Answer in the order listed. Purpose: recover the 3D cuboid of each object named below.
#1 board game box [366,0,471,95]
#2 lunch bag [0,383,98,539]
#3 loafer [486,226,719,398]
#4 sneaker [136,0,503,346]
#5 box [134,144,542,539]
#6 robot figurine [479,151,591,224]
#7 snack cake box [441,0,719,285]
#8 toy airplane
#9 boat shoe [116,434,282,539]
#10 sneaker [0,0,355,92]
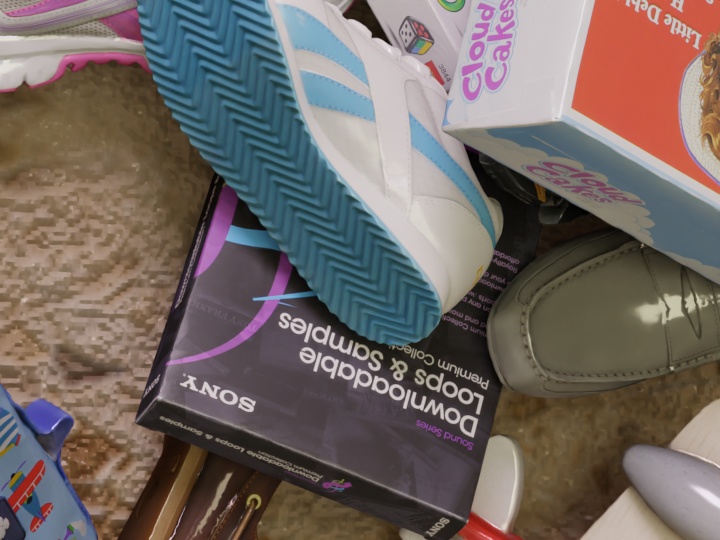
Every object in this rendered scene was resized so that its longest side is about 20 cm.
[{"bbox_3d":[0.022,-0.184,1.088,0.126,0.035,0.200,-36,99,-46],"label":"board game box"},{"bbox_3d":[-0.193,0.126,1.018,0.200,0.094,0.151,-46,143,-16],"label":"lunch bag"},{"bbox_3d":[0.140,0.008,1.092,0.200,0.070,0.070,-20,96,-36],"label":"loafer"},{"bbox_3d":[-0.017,-0.069,1.029,0.200,0.076,0.081,57,45,-12],"label":"sneaker"},{"bbox_3d":[0.000,0.000,1.075,0.143,0.036,0.201,22,62,-12],"label":"box"},{"bbox_3d":[0.118,-0.092,1.081,0.200,0.058,0.146,0,90,-50],"label":"robot figurine"},{"bbox_3d":[0.133,-0.071,0.999,0.200,0.067,0.115,26,72,-37],"label":"snack cake box"},{"bbox_3d":[0.098,0.163,1.078,0.198,0.141,0.201,-9,101,1],"label":"toy airplane"},{"bbox_3d":[-0.066,0.114,1.080,0.070,0.070,0.201,28,83,-14],"label":"boat shoe"},{"bbox_3d":[-0.094,-0.132,1.056,0.199,0.081,0.089,-8,125,-13],"label":"sneaker"}]
